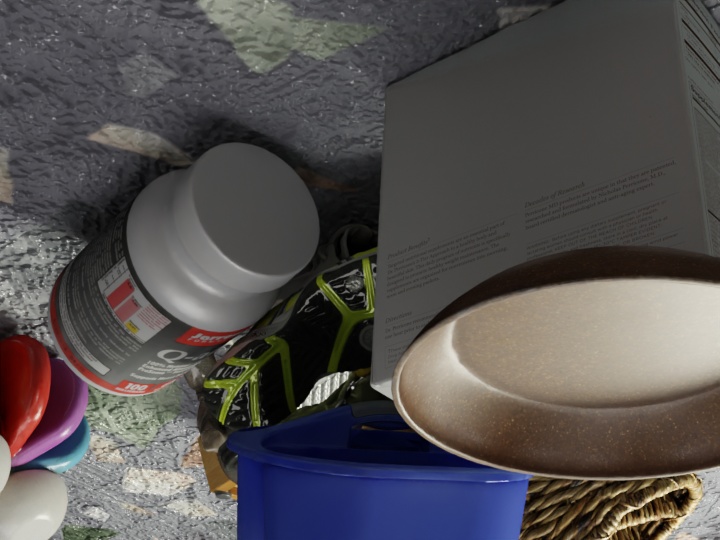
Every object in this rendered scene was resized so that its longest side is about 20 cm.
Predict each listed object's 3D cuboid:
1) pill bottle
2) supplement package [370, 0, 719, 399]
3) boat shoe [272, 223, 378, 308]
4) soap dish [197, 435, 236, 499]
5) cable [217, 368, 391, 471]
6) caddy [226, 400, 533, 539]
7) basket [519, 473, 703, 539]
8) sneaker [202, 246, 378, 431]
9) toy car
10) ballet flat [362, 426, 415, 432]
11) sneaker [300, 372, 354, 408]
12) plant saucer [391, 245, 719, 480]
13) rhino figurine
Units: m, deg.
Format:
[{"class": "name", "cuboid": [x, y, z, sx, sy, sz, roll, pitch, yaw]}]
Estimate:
[{"class": "pill bottle", "cuboid": [-0.122, 0.002, 0.773, 0.116, 0.116, 0.200, 23, 144, -28]}, {"class": "supplement package", "cuboid": [0.125, -0.022, 0.634, 0.191, 0.201, 0.147, -20, 142, 34]}, {"class": "boat shoe", "cuboid": [0.000, 0.000, 0.811, 0.200, 0.072, 0.066, -10, 118, 43]}, {"class": "soap dish", "cuboid": [-0.039, 0.182, 1.077, 0.199, 0.081, 0.157, 21, 148, -21]}, {"class": "cable", "cuboid": [-0.010, 0.085, 0.823, 0.200, 0.050, 0.097, -26, 165, 15]}, {"class": "caddy", "cuboid": [0.012, 0.134, 0.717, 0.199, 0.105, 0.141, 6, 180, -22]}, {"class": "basket", "cuboid": [0.225, 0.211, 0.998, 0.142, 0.149, 0.200, -20, 162, 30]}, {"class": "sneaker", "cuboid": [-0.021, 0.030, 0.758, 0.200, 0.076, 0.075, -30, 109, 21]}, {"class": "toy car", "cuboid": [-0.310, 0.127, 0.984, 0.150, 0.175, 0.200, -38, 143, -4]}, {"class": "ballet flat", "cuboid": [0.028, 0.116, 0.904, 0.200, 0.073, 0.068, -4, 151, 44]}, {"class": "sneaker", "cuboid": [0.021, 0.046, 0.877, 0.200, 0.080, 0.078, -31, 123, 15]}, {"class": "plant saucer", "cuboid": [0.114, 0.042, 0.513, 0.200, 0.037, 0.201, 2, 148, 1]}, {"class": "rhino figurine", "cuboid": [-0.105, 0.125, 0.940, 0.060, 0.200, 0.087, -34, 177, -2]}]
